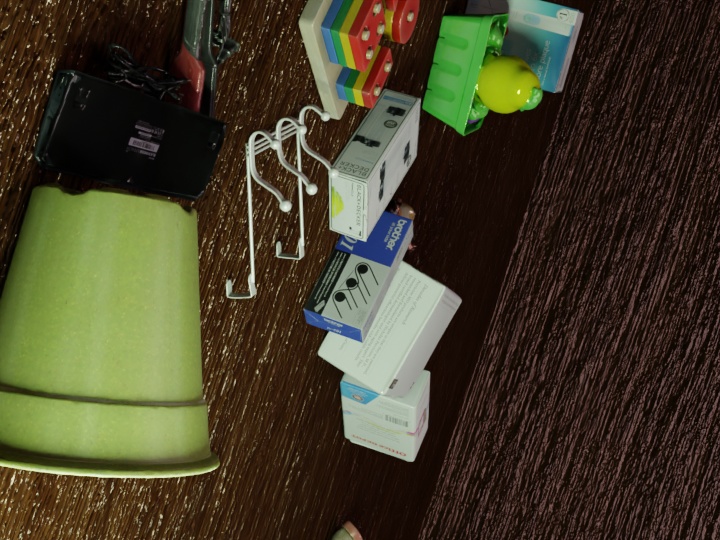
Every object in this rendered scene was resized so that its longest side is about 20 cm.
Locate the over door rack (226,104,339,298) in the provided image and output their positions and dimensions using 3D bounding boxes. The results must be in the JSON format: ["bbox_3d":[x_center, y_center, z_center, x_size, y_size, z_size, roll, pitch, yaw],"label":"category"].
[{"bbox_3d":[-0.084,-0.077,1.164,0.148,0.066,0.202,-42,146,-60],"label":"over door rack"}]

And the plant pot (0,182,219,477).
[{"bbox_3d":[-0.193,0.039,0.748,0.200,0.197,0.193,18,77,-75],"label":"plant pot"}]

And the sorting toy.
[{"bbox_3d":[0.011,-0.311,1.224,0.200,0.069,0.201,71,40,-65],"label":"sorting toy"}]

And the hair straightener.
[{"bbox_3d":[-0.139,-0.207,0.894,0.077,0.040,0.203,-42,143,-61],"label":"hair straightener"}]

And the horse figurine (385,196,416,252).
[{"bbox_3d":[0.054,-0.068,1.692,0.200,0.049,0.134,-18,130,-69],"label":"horse figurine"}]

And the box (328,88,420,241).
[{"bbox_3d":[0.021,-0.154,1.455,0.117,0.059,0.201,90,23,-49],"label":"box"}]

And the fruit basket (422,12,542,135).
[{"bbox_3d":[0.220,-0.326,1.694,0.155,0.213,0.218,-36,142,-64],"label":"fruit basket"}]

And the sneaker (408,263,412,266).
[{"bbox_3d":[0.063,0.058,1.844,0.092,0.075,0.202,-63,172,-53],"label":"sneaker"}]

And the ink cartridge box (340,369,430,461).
[{"bbox_3d":[0.046,0.248,1.838,0.201,0.143,0.085,89,24,-51],"label":"ink cartridge box"}]

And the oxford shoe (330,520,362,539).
[{"bbox_3d":[-0.041,0.586,2.106,0.074,0.070,0.201,-34,150,-21],"label":"oxford shoe"}]

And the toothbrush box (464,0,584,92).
[{"bbox_3d":[0.280,-0.414,1.803,0.085,0.198,0.148,-24,132,-68],"label":"toothbrush box"}]

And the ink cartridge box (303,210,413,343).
[{"bbox_3d":[0.000,0.000,1.493,0.044,0.093,0.202,83,29,-58],"label":"ink cartridge box"}]

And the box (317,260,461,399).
[{"bbox_3d":[0.053,0.091,1.651,0.202,0.130,0.199,-59,165,0],"label":"box"}]

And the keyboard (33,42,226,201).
[{"bbox_3d":[-0.183,-0.121,0.820,0.199,0.039,0.105,10,105,-63],"label":"keyboard"}]
